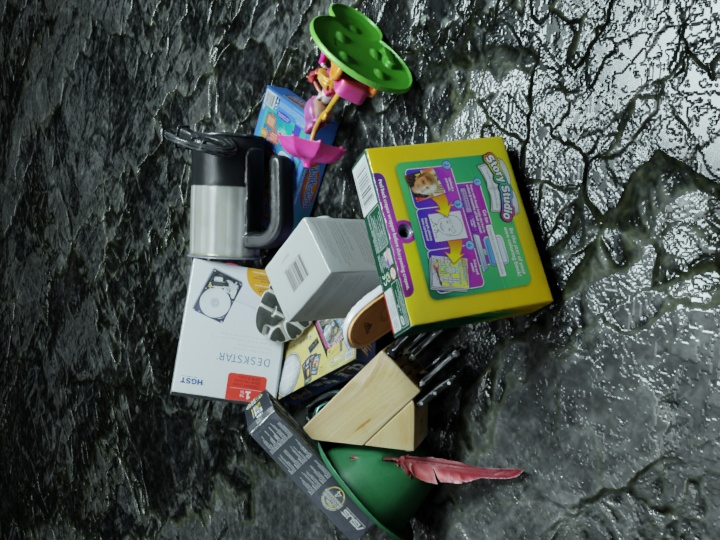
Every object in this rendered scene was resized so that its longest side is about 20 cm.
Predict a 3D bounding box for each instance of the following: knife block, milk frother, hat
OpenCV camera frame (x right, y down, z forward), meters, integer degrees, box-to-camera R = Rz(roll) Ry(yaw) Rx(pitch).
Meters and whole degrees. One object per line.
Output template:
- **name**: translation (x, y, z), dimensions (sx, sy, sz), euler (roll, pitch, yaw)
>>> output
- **knife block**: translation (0.031, 0.128, 0.988), dimensions (0.199, 0.064, 0.176), euler (2, 97, 20)
- **milk frother**: translation (-0.214, -0.110, 1.162), dimensions (0.180, 0.200, 0.189), euler (5, 95, 47)
- **hat**: translation (0.074, 0.228, 1.008), dimensions (0.176, 0.166, 0.200), euler (-45, 78, 4)

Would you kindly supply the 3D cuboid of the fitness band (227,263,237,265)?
- **fitness band**: translation (-0.227, 0.076, 1.333), dimensions (0.200, 0.037, 0.144), euler (-105, 25, -52)

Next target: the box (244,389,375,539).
- **box**: translation (-0.069, 0.254, 1.055), dimensions (0.200, 0.049, 0.161), euler (49, 172, -9)

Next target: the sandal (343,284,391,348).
- **sandal**: translation (0.072, 0.031, 0.911), dimensions (0.059, 0.207, 0.079), euler (30, 149, 40)

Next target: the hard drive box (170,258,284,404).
- **hard drive box**: translation (-0.193, 0.097, 1.201), dimensions (0.077, 0.155, 0.201), euler (142, 136, -71)

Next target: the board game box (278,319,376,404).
- **board game box**: translation (-0.047, 0.099, 1.130), dimensions (0.200, 0.035, 0.136), euler (-33, 45, 46)

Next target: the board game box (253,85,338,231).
- **board game box**: translation (-0.119, -0.165, 1.235), dimensions (0.152, 0.045, 0.201), euler (42, 121, 41)

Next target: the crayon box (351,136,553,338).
- **crayon box**: translation (0.099, -0.040, 0.871), dimensions (0.058, 0.172, 0.201), euler (135, 124, -64)

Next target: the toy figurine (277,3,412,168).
- **toy figurine**: translation (-0.044, -0.233, 1.069), dimensions (0.184, 0.150, 0.200), euler (-52, 31, 34)

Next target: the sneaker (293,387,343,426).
- **sneaker**: translation (-0.050, 0.200, 1.138), dimensions (0.200, 0.079, 0.076), euler (-31, 68, 48)

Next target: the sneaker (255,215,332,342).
- **sneaker**: translation (-0.082, 0.014, 1.161), dimensions (0.200, 0.080, 0.083), euler (-60, 1, 6)

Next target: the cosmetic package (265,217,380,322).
- **cosmetic package**: translation (0.000, 0.000, 0.976), dimensions (0.108, 0.200, 0.085), euler (-47, 58, 37)
